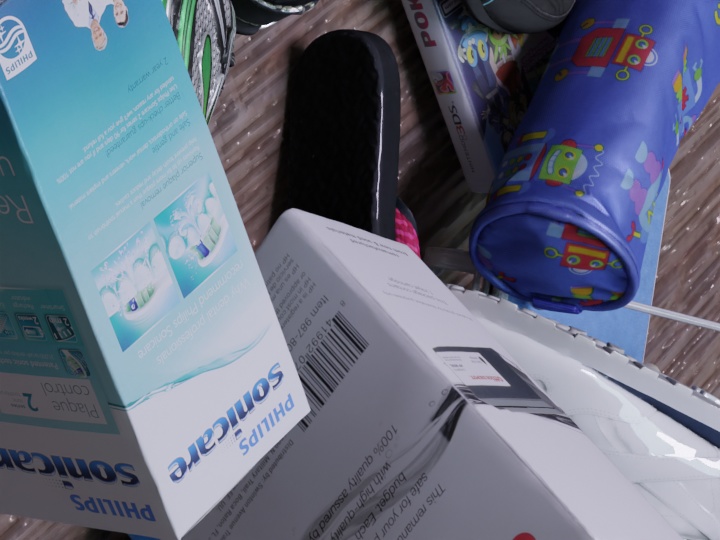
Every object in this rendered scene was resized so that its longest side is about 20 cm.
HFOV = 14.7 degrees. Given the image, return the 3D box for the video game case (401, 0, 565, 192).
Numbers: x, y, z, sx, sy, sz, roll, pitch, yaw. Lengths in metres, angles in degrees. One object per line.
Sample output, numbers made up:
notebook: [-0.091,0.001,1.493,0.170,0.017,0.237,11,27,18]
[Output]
video game case: [0.081,-0.162,1.292,0.200,0.023,0.183,-41,118,-43]

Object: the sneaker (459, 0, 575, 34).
sneaker: [0.072,-0.164,1.172,0.200,0.079,0.076,62,35,-56]

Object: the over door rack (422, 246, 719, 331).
over door rack: [0.106,0.081,1.272,0.199,0.067,0.149,12,82,-17]

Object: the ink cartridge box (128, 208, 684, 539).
ink cartridge box: [0.011,0.097,1.059,0.084,0.200,0.145,15,116,-50]

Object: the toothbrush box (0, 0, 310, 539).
toothbrush box: [-0.122,-0.017,0.964,0.085,0.146,0.201,-44,126,-39]

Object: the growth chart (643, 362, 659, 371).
growth chart: [0.128,0.158,1.372,0.145,0.018,0.201,41,69,-47]

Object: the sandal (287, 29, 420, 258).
sandal: [0.000,0.000,1.172,0.045,0.075,0.201,10,82,-47]

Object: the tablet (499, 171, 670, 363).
tablet: [0.100,0.032,1.345,0.130,0.014,0.201,18,80,-50]

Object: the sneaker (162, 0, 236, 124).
sneaker: [-0.077,-0.067,1.069,0.085,0.078,0.201,-5,96,-51]

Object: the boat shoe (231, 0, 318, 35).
boat shoe: [-0.024,-0.188,1.147,0.071,0.068,0.201,21,59,-16]

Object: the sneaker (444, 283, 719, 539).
sneaker: [0.098,0.071,1.202,0.199,0.076,0.081,28,95,-9]

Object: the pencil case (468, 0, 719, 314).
pencil case: [0.115,-0.069,1.244,0.087,0.078,0.201,75,33,-47]
